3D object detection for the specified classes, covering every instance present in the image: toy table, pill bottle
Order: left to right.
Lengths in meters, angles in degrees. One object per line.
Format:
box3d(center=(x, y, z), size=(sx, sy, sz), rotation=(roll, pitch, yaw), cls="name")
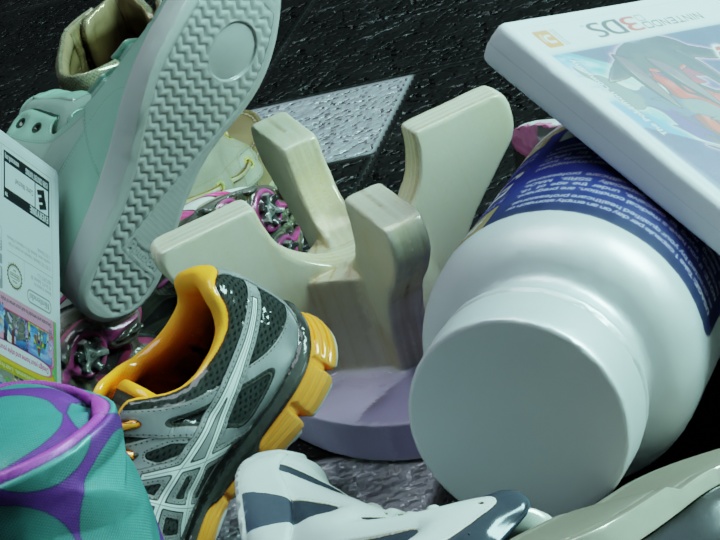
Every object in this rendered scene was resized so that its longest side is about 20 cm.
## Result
box3d(center=(0.000, 0.000, 1.139), size=(0.183, 0.118, 0.200), rotation=(-30, 26, -24), cls="toy table")
box3d(center=(0.093, 0.019, 0.997), size=(0.119, 0.120, 0.200), rotation=(-8, 20, 24), cls="pill bottle")

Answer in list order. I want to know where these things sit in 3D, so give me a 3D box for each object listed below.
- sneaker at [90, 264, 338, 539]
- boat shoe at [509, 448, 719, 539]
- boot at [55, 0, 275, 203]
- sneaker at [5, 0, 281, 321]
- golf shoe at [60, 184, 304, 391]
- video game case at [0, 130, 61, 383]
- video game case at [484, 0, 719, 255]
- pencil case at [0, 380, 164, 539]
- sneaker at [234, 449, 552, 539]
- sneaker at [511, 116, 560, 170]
box3d(center=(-0.094, 0.085, 1.020), size=(0.078, 0.077, 0.200), rotation=(14, 66, 50), cls="sneaker")
box3d(center=(0.127, 0.104, 0.882), size=(0.072, 0.063, 0.200), rotation=(-19, -2, 44), cls="boat shoe")
box3d(center=(-0.109, -0.089, 1.370), size=(0.072, 0.155, 0.200), rotation=(-11, 25, 19), cls="boot")
box3d(center=(-0.121, -0.090, 1.175), size=(0.074, 0.201, 0.118), rotation=(13, 18, -48), cls="sneaker")
box3d(center=(-0.115, 0.013, 1.255), size=(0.092, 0.073, 0.200), rotation=(4, 33, 46), cls="golf shoe")
box3d(center=(-0.178, 0.015, 1.035), size=(0.022, 0.183, 0.200), rotation=(-8, -17, 15), cls="video game case")
box3d(center=(0.177, -0.053, 1.030), size=(0.200, 0.023, 0.182), rotation=(42, 34, 25), cls="video game case")
box3d(center=(-0.097, 0.137, 0.801), size=(0.092, 0.201, 0.085), rotation=(-17, 23, -2), cls="pencil case")
box3d(center=(0.020, 0.119, 0.919), size=(0.129, 0.080, 0.199), rotation=(-7, 11, -1), cls="sneaker")
box3d(center=(0.164, -0.037, 1.167), size=(0.086, 0.081, 0.200), rotation=(-23, 28, -39), cls="sneaker")
